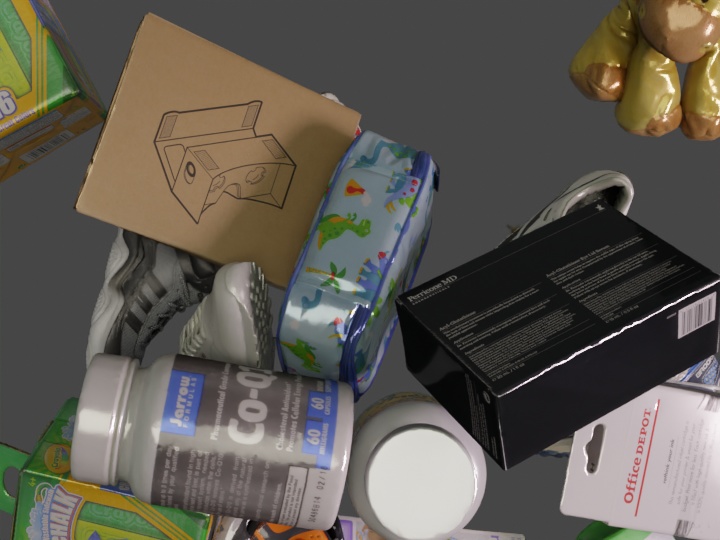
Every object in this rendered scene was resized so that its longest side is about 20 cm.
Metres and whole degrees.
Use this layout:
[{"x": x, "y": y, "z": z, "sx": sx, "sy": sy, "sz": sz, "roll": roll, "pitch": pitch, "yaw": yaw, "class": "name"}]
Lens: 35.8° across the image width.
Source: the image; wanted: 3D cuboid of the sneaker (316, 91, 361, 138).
[{"x": -0.075, "y": -0.079, "z": 0.957, "sx": 0.199, "sy": 0.077, "sz": 0.085, "roll": -36, "pitch": 85, "yaw": -23, "class": "sneaker"}]

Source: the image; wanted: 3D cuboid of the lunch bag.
[{"x": 0.000, "y": 0.000, "z": 0.922, "sx": 0.082, "sy": 0.161, "sz": 0.202, "roll": 19, "pitch": 66, "yaw": 8, "class": "lunch bag"}]

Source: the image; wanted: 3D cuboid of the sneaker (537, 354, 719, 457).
[{"x": 0.229, "y": 0.112, "z": 0.983, "sx": 0.198, "sy": 0.077, "sz": 0.086, "roll": -13, "pitch": 82, "yaw": -10, "class": "sneaker"}]

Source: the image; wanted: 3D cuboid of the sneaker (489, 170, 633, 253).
[{"x": 0.163, "y": -0.014, "z": 0.976, "sx": 0.074, "sy": 0.089, "sz": 0.200, "roll": 40, "pitch": 89, "yaw": 0, "class": "sneaker"}]

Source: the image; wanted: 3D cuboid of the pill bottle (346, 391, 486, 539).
[{"x": 0.043, "y": 0.160, "z": 0.909, "sx": 0.111, "sy": 0.200, "sz": 0.114, "roll": 0, "pitch": 87, "yaw": 0, "class": "pill bottle"}]

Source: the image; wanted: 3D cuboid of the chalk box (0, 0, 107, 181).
[{"x": -0.325, "y": -0.198, "z": 0.955, "sx": 0.124, "sy": 0.124, "sz": 0.201, "roll": -30, "pitch": 88, "yaw": -2, "class": "chalk box"}]

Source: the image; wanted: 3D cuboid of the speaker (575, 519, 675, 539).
[{"x": 0.265, "y": 0.306, "z": 0.962, "sx": 0.088, "sy": 0.088, "sz": 0.201, "roll": -30, "pitch": 88, "yaw": -2, "class": "speaker"}]

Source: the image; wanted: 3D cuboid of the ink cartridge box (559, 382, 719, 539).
[{"x": 0.252, "y": 0.151, "z": 0.908, "sx": 0.198, "sy": 0.067, "sz": 0.117, "roll": 12, "pitch": 91, "yaw": -11, "class": "ink cartridge box"}]

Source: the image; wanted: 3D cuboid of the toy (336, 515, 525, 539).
[{"x": 0.056, "y": 0.264, "z": 0.940, "sx": 0.197, "sy": 0.047, "sz": 0.116, "roll": 7, "pitch": 57, "yaw": -10, "class": "toy"}]

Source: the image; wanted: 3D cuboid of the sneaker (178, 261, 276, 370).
[{"x": -0.114, "y": 0.059, "z": 0.920, "sx": 0.079, "sy": 0.201, "sz": 0.077, "roll": 7, "pitch": 57, "yaw": 1, "class": "sneaker"}]

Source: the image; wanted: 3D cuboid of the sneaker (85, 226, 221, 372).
[{"x": -0.167, "y": 0.028, "z": 0.976, "sx": 0.112, "sy": 0.075, "sz": 0.202, "roll": 13, "pitch": 85, "yaw": 3, "class": "sneaker"}]

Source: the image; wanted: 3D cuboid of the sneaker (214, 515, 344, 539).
[{"x": -0.076, "y": 0.269, "z": 0.873, "sx": 0.111, "sy": 0.078, "sz": 0.202, "roll": 20, "pitch": 80, "yaw": 16, "class": "sneaker"}]

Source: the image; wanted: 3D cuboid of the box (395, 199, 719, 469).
[{"x": 0.148, "y": 0.041, "z": 0.842, "sx": 0.198, "sy": 0.141, "sz": 0.080, "roll": -24, "pitch": 130, "yaw": -18, "class": "box"}]

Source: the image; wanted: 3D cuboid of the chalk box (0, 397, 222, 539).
[{"x": -0.218, "y": 0.196, "z": 0.927, "sx": 0.198, "sy": 0.124, "sz": 0.126, "roll": 12, "pitch": 112, "yaw": 0, "class": "chalk box"}]

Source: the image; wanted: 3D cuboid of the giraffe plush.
[{"x": 0.280, "y": -0.222, "z": 0.946, "sx": 0.170, "sy": 0.162, "sz": 0.203, "roll": 7, "pitch": 88, "yaw": 0, "class": "giraffe plush"}]

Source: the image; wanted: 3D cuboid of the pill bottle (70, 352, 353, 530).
[{"x": -0.110, "y": 0.125, "z": 0.843, "sx": 0.197, "sy": 0.114, "sz": 0.115, "roll": 10, "pitch": 87, "yaw": -6, "class": "pill bottle"}]

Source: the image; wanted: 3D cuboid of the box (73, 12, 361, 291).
[{"x": -0.110, "y": -0.089, "z": 0.898, "sx": 0.198, "sy": 0.021, "sz": 0.165, "roll": 22, "pitch": 81, "yaw": -24, "class": "box"}]
